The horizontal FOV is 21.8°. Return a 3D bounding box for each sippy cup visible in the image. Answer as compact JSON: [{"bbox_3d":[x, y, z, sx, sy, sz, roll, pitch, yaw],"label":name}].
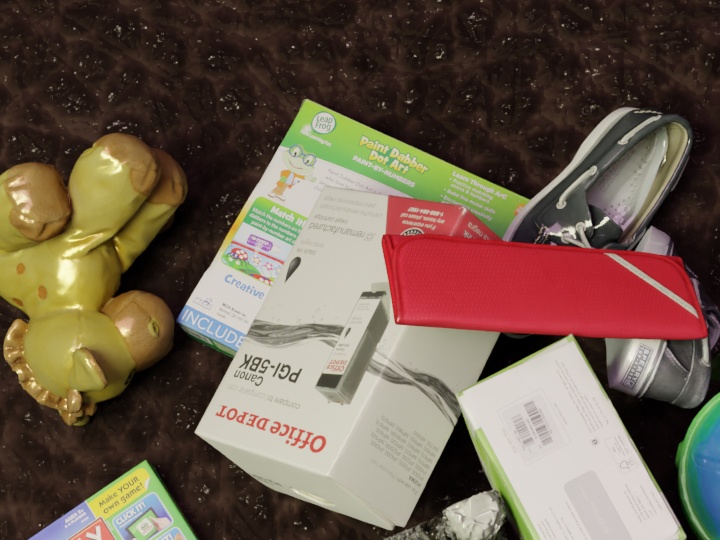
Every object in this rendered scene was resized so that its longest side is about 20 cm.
[{"bbox_3d":[0.273,0.148,1.218,0.140,0.130,0.178,17,74,13],"label":"sippy cup"}]

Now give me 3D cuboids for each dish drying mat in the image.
[{"bbox_3d":[0.115,0.010,1.168,0.200,0.018,0.077,5,45,-14],"label":"dish drying mat"}]

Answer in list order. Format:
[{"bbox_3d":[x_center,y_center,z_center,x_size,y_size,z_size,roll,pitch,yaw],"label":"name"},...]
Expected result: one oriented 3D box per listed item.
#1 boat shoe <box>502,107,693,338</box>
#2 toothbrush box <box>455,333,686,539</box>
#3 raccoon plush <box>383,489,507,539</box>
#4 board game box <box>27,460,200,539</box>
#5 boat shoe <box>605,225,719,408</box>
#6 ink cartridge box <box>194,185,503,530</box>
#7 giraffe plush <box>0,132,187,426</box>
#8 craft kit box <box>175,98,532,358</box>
[{"bbox_3d":[0.163,-0.036,1.322,0.076,0.060,0.200,39,75,-26],"label":"boat shoe"},{"bbox_3d":[0.137,0.147,1.202,0.086,0.200,0.146,-27,70,0],"label":"toothbrush box"},{"bbox_3d":[0.066,0.222,1.185,0.097,0.200,0.134,-21,79,-1],"label":"raccoon plush"},{"bbox_3d":[-0.196,0.244,1.310,0.200,0.029,0.135,-35,70,-5],"label":"board game box"},{"bbox_3d":[0.208,0.033,1.260,0.068,0.200,0.072,23,112,-1],"label":"boat shoe"},{"bbox_3d":[0.001,0.054,1.243,0.147,0.083,0.200,10,68,47],"label":"ink cartridge box"},{"bbox_3d":[-0.199,0.019,1.332,0.200,0.173,0.162,-25,76,8],"label":"giraffe plush"},{"bbox_3d":[0.000,0.000,1.361,0.200,0.049,0.198,26,79,16],"label":"craft kit box"}]
